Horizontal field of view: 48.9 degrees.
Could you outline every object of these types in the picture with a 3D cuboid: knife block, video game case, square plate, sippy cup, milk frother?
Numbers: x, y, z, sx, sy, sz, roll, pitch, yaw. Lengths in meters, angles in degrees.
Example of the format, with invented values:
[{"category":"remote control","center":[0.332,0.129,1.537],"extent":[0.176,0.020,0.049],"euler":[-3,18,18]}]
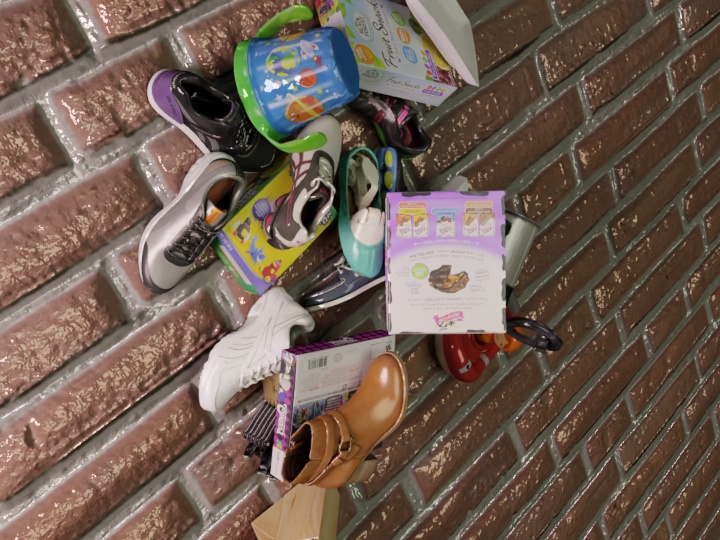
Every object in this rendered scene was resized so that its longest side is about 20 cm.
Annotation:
[{"category":"knife block","center":[-0.080,0.213,1.169],"extent":[0.200,0.064,0.176],"euler":[-18,110,-37]},{"category":"video game case","center":[-0.035,0.186,1.120],"extent":[0.200,0.036,0.182],"euler":[-8,108,-46]},{"category":"square plate","center":[0.115,-0.398,1.203],"extent":[0.200,0.028,0.199],"euler":[44,32,-34]},{"category":"sippy cup","center":[-0.075,-0.251,1.027],"extent":[0.140,0.130,0.178],"euler":[-55,129,-65]},{"category":"milk frother","center":[0.241,0.011,1.248],"extent":[0.199,0.181,0.189],"euler":[22,91,0]},{"category":"knife block","center":[-0.067,0.391,1.146],"extent":[0.200,0.175,0.064],"euler":[-34,118,-31]}]

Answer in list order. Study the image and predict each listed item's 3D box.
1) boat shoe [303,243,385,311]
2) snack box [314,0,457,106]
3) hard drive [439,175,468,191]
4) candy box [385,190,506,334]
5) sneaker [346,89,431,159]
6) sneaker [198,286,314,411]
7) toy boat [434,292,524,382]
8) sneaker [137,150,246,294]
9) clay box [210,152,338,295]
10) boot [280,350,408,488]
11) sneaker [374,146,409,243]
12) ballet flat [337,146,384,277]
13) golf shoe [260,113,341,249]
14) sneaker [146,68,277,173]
[{"category":"boat shoe","center":[0.000,0.000,1.186],"extent":[0.199,0.075,0.062],"euler":[-25,100,-4]},{"category":"snack box","center":[0.040,-0.326,1.155],"extent":[0.199,0.053,0.143],"euler":[2,62,-40]},{"category":"hard drive","center":[0.139,-0.038,1.299],"extent":[0.132,0.027,0.200],"euler":[-45,141,-32]},{"category":"candy box","center":[0.119,-0.011,1.129],"extent":[0.167,0.072,0.201],"euler":[0,91,-1]},{"category":"sneaker","center":[0.041,-0.246,1.188],"extent":[0.200,0.084,0.077],"euler":[40,71,-35]},{"category":"sneaker","center":[-0.137,0.117,1.080],"extent":[0.200,0.099,0.078],"euler":[-53,161,-19]},{"category":"toy boat","center":[0.225,0.108,1.374],"extent":[0.200,0.131,0.131],"euler":[-44,122,-26]},{"category":"sneaker","center":[-0.214,-0.057,1.001],"extent":[0.074,0.079,0.201],"euler":[30,92,-40]},{"category":"clay box","center":[-0.115,-0.076,1.111],"extent":[0.200,0.048,0.115],"euler":[-48,124,-23]},{"category":"boot","center":[-0.023,0.199,1.062],"extent":[0.155,0.077,0.201],"euler":[13,104,-48]},{"category":"sneaker","center":[0.055,-0.101,1.241],"extent":[0.083,0.071,0.200],"euler":[-34,124,-37]},{"category":"ballet flat","center":[0.003,-0.092,1.143],"extent":[0.067,0.070,0.201],"euler":[2,68,-22]},{"category":"golf shoe","center":[-0.058,-0.121,1.066],"extent":[0.077,0.088,0.201],"euler":[26,77,-36]},{"category":"sneaker","center":[-0.174,-0.184,1.016],"extent":[0.200,0.087,0.076],"euler":[31,77,-39]}]
